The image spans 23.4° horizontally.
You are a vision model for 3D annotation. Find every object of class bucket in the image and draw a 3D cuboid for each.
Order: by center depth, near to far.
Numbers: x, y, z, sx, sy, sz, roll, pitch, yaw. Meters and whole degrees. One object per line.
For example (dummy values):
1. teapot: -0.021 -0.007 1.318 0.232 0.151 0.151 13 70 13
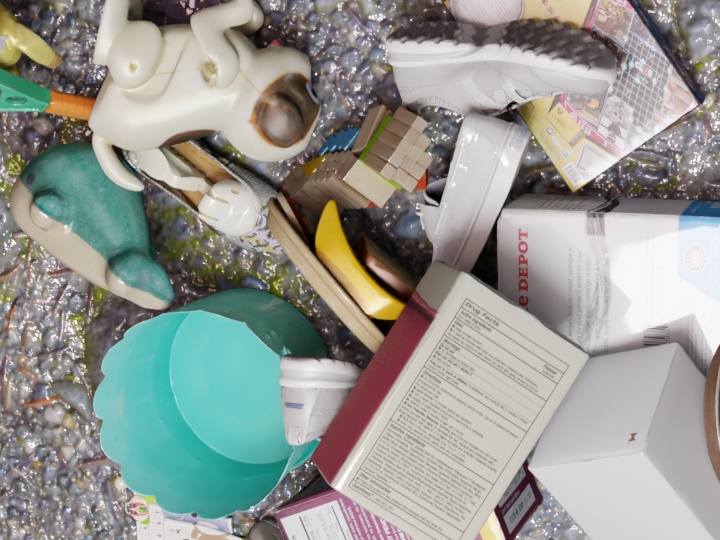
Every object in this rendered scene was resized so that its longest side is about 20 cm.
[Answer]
1. bucket: -0.127 0.117 1.603 0.205 0.135 0.209 5 104 20

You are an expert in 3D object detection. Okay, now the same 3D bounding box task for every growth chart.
1. growth chart: -0.166 0.300 1.723 0.143 0.018 0.202 -2 102 20

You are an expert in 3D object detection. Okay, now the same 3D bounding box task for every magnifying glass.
1. magnifying glass: -0.307 -0.158 1.594 0.079 0.199 0.023 -28 61 54

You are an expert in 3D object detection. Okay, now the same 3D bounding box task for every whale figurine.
1. whale figurine: -0.233 -0.045 1.591 0.104 0.159 0.200 -54 49 5

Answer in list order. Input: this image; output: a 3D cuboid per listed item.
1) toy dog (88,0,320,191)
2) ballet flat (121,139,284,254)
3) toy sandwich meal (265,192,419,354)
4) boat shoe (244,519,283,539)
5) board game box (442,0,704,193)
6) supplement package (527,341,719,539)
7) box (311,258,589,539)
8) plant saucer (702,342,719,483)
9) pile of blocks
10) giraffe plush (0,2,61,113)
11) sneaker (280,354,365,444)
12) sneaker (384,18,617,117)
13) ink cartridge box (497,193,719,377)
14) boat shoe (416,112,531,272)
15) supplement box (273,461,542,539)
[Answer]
1. toy dog: -0.133 -0.160 1.536 0.198 0.140 0.196 12 79 1
2. ballet flat: -0.146 -0.076 1.604 0.200 0.072 0.072 37 111 8
3. toy sandwich meal: 0.000 0.000 1.516 0.070 0.205 0.205 -40 86 3
4. boat shoe: -0.050 0.330 1.656 0.073 0.074 0.200 -42 85 23
5. board game box: 0.181 -0.187 1.478 0.135 0.035 0.201 -34 89 23
6. supplement package: 0.251 0.173 1.431 0.116 0.118 0.200 -13 129 43
7. box: 0.069 0.110 1.404 0.127 0.109 0.201 33 89 -13
8. plant saucer: 0.339 0.121 1.416 0.034 0.199 0.202 -8 100 48
9. pile of blocks: 0.012 -0.090 1.529 0.062 0.083 0.199 35 156 -25
10. giraffe plush: -0.377 -0.250 1.613 0.199 0.172 0.164 -25 68 46
11. sneaker: -0.009 0.125 1.526 0.074 0.199 0.083 5 83 39
12. sneaker: 0.120 -0.162 1.459 0.198 0.075 0.083 8 121 25
13. ink cartridge box: 0.223 0.015 1.480 0.198 0.084 0.146 3 104 20
14. boat shoe: 0.084 -0.055 1.491 0.068 0.072 0.201 25 142 4
15. supplement box: 0.045 0.213 1.565 0.199 0.131 0.104 -21 94 24
